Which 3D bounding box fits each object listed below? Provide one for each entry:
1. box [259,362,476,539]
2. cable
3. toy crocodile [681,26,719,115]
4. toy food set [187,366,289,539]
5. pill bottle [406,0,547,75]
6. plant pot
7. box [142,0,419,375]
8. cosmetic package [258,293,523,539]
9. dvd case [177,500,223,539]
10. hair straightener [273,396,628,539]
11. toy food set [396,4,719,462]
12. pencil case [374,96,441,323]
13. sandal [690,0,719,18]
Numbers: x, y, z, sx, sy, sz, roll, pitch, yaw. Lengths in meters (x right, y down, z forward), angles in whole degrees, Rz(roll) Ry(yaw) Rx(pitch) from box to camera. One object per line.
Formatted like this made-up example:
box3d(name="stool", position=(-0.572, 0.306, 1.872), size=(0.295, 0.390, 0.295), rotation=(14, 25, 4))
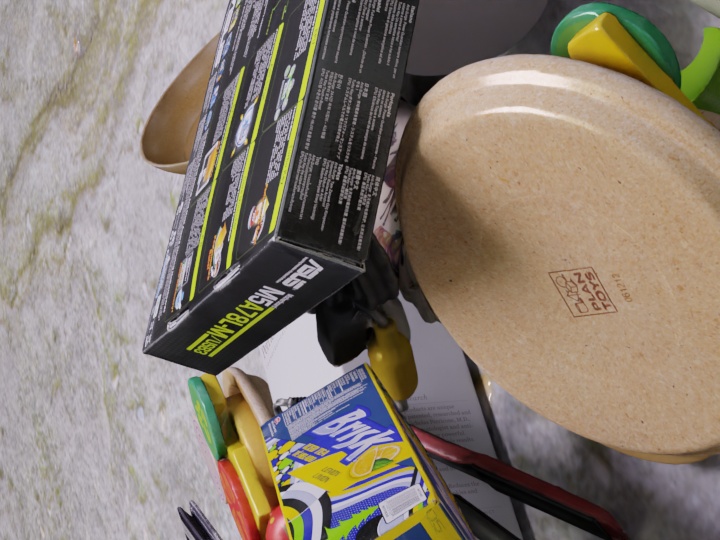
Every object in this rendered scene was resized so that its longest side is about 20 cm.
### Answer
box3d(name="box", position=(0.008, 0.107, 0.805), size=(0.070, 0.064, 0.200), rotation=(57, -179, -15))
box3d(name="cable", position=(0.000, 0.000, 0.894), size=(0.200, 0.050, 0.097), rotation=(96, 150, -68))
box3d(name="toy crocodile", position=(0.109, -0.038, 0.837), size=(0.200, 0.067, 0.062), rotation=(132, 151, -54))
box3d(name="toy food set", position=(-0.056, 0.152, 1.164), size=(0.200, 0.049, 0.198), rotation=(91, 156, -62))
box3d(name="pill bottle", position=(0.020, -0.204, 0.958), size=(0.114, 0.114, 0.200), rotation=(117, 143, -47))
box3d(name="plant pot", position=(-0.039, -0.119, 1.061), size=(0.027, 0.200, 0.200), rotation=(50, 168, -24))
box3d(name="box", position=(-0.032, -0.070, 0.830), size=(0.193, 0.047, 0.200), rotation=(-34, 41, 61))
box3d(name="cosmetic package", position=(0.012, 0.094, 1.038), size=(0.113, 0.081, 0.200), rotation=(117, 141, -50))
box3d(name="dvd case", position=(-0.067, 0.264, 1.221), size=(0.149, 0.016, 0.200), rotation=(36, 144, 63))
box3d(name="hair straightener", position=(0.029, 0.116, 0.920), size=(0.200, 0.041, 0.077), rotation=(25, 77, 29))
box3d(name="toy food set", position=(0.102, -0.004, 0.749), size=(0.200, 0.049, 0.198), rotation=(49, 144, -6))
box3d(name="pencil case", position=(0.021, -0.039, 1.002), size=(0.078, 0.089, 0.200), rotation=(50, 177, -34))
box3d(name="sandal", position=(0.171, -0.090, 0.703), size=(0.201, 0.080, 0.057), rotation=(-122, 21, -58))
